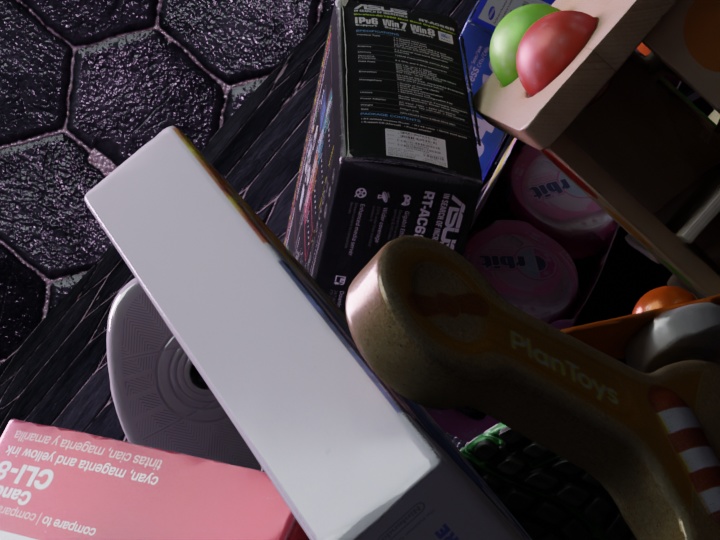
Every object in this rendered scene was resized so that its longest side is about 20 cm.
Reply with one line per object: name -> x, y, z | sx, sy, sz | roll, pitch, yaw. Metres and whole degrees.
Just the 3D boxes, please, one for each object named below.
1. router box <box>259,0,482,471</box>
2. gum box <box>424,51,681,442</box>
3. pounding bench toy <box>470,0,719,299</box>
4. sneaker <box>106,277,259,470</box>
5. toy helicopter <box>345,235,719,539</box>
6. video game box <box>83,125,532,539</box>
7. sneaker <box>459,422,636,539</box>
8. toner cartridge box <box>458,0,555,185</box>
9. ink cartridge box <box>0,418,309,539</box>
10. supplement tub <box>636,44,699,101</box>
router box -> 0.000, 0.000, 0.861 | 0.150, 0.062, 0.201 | -94, 15, -56
gum box -> 0.086, -0.014, 0.948 | 0.200, 0.066, 0.114 | -61, -4, -41
pounding bench toy -> 0.134, -0.078, 0.828 | 0.124, 0.156, 0.200 | -49, 11, 3
sneaker -> -0.079, 0.091, 0.995 | 0.073, 0.200, 0.112 | -28, 10, -9
toy helicopter -> 0.081, 0.039, 0.543 | 0.079, 0.200, 0.133 | -42, 31, 36
video game box -> 0.008, 0.065, 0.608 | 0.047, 0.182, 0.200 | -38, 41, -2
sneaker -> 0.054, 0.095, 0.778 | 0.200, 0.078, 0.085 | -40, 13, 40
toner cartridge box -> 0.056, -0.074, 0.991 | 0.095, 0.043, 0.200 | -58, -5, -44
ink cartridge box -> -0.083, 0.182, 0.666 | 0.144, 0.145, 0.200 | 8, 60, 33
supplement tub -> 0.160, -0.141, 1.055 | 0.107, 0.107, 0.200 | -56, 13, -30
